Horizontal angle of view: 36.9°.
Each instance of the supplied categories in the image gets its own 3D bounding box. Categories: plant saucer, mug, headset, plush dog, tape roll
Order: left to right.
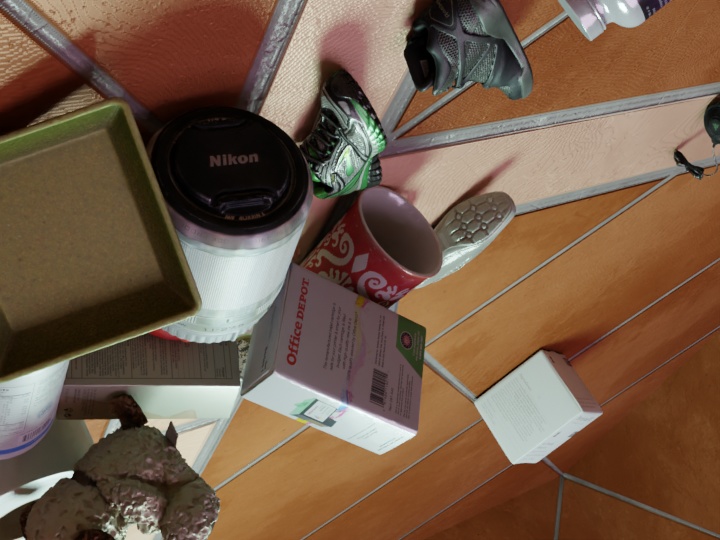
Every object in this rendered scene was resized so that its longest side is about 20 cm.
[{"bbox_3d":[-0.410,0.230,1.265,0.201,0.140,0.203,-27,157,-13],"label":"tape roll"},{"bbox_3d":[-0.259,-0.028,0.925,0.197,0.048,0.202,-19,111,-3],"label":"plant saucer"},{"bbox_3d":[-0.272,0.243,1.141,0.198,0.162,0.171,2,-146,48],"label":"plush dog"},{"bbox_3d":[0.003,0.010,1.365,0.176,0.135,0.200,1,144,-49],"label":"mug"},{"bbox_3d":[0.577,-0.236,1.702,0.123,0.094,0.202,2,125,-46],"label":"headset"}]

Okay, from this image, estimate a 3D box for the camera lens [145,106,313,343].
[{"bbox_3d":[-0.138,-0.043,1.038,0.158,0.161,0.201,-19,154,-28],"label":"camera lens"}]

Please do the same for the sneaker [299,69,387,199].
[{"bbox_3d":[-0.023,-0.129,1.119,0.084,0.079,0.201,-26,157,-12],"label":"sneaker"}]

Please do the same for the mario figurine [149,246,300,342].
[{"bbox_3d":[-0.173,-0.005,1.204,0.199,0.124,0.106,-34,-163,-15],"label":"mario figurine"}]

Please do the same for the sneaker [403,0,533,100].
[{"bbox_3d":[0.109,-0.219,1.115,0.114,0.077,0.199,-35,154,11],"label":"sneaker"}]

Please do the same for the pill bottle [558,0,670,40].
[{"bbox_3d":[0.289,-0.324,1.080,0.199,0.113,0.112,-38,156,12],"label":"pill bottle"}]

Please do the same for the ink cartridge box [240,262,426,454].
[{"bbox_3d":[-0.028,0.104,1.251,0.198,0.146,0.084,26,141,-24],"label":"ink cartridge box"}]

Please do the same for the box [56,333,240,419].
[{"bbox_3d":[-0.239,0.110,1.216,0.197,0.096,0.078,4,142,-18],"label":"box"}]

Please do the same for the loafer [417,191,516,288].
[{"bbox_3d":[0.136,-0.043,1.509,0.199,0.071,0.070,-34,163,25],"label":"loafer"}]

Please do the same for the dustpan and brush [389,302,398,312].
[{"bbox_3d":[-0.029,0.065,1.488,0.198,0.142,0.057,18,165,-24],"label":"dustpan and brush"}]

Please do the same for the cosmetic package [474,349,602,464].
[{"bbox_3d":[0.392,0.301,2.379,0.199,0.166,0.164,-40,157,18],"label":"cosmetic package"}]

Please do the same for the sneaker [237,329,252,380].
[{"bbox_3d":[-0.120,0.115,1.463,0.198,0.089,0.077,-12,150,-40],"label":"sneaker"}]

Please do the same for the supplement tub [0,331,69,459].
[{"bbox_3d":[-0.353,0.086,1.061,0.131,0.133,0.201,-15,151,-33],"label":"supplement tub"}]
